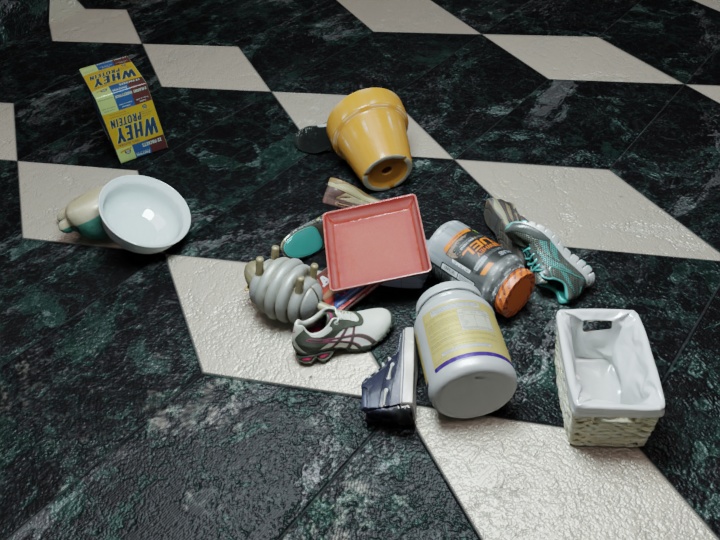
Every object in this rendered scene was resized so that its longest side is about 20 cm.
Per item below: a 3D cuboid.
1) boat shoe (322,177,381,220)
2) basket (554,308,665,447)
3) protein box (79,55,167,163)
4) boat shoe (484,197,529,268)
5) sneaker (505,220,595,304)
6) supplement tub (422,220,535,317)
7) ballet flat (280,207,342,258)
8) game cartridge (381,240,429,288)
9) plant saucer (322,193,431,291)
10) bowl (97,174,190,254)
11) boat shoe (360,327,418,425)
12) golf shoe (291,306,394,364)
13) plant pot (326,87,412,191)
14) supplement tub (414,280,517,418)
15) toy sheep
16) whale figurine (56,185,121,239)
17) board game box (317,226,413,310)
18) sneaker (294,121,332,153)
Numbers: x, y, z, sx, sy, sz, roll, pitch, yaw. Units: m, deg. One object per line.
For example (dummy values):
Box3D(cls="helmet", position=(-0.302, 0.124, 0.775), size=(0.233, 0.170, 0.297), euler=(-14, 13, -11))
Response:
Box3D(cls="boat shoe", position=(0.003, -0.128, 1.381), size=(0.072, 0.200, 0.072), euler=(20, 85, 54))
Box3D(cls="basket", position=(0.388, 0.174, 1.030), size=(0.135, 0.124, 0.200), euler=(0, 43, 7))
Box3D(cls="protein box", position=(-0.641, -0.437, 1.731), size=(0.135, 0.199, 0.200), euler=(-24, 47, -18))
Box3D(cls="boat shoe", position=(0.325, -0.086, 1.346), size=(0.073, 0.075, 0.200), euler=(-7, 49, -9))
Box3D(cls="sneaker", position=(0.355, -0.015, 1.232), size=(0.200, 0.078, 0.091), euler=(39, 67, 5))
Box3D(cls="supplement tub", position=(0.228, -0.002, 1.233), size=(0.122, 0.123, 0.200), euler=(-34, 50, -26))
Box3D(cls="ballet flat", position=(-0.094, -0.082, 1.405), size=(0.200, 0.072, 0.072), euler=(-28, 48, -22))
Box3D(cls="game cartridge", position=(0.052, -0.027, 1.343), size=(0.199, 0.041, 0.134), euler=(13, 50, 19))
Box3D(cls="plant saucer", position=(0.031, -0.050, 1.280), size=(0.199, 0.037, 0.200), euler=(-12, 54, 6))
Box3D(cls="bowl", position=(-0.486, -0.108, 1.420), size=(0.201, 0.090, 0.202), euler=(19, 47, -21))
Box3D(cls="boat shoe", position=(0.050, 0.176, 1.101), size=(0.092, 0.075, 0.200), euler=(-5, 36, 11))
Box3D(cls="golf shoe", position=(-0.029, 0.105, 1.175), size=(0.199, 0.088, 0.077), euler=(-19, 43, -16))
Box3D(cls="plant pot", position=(0.037, -0.300, 1.536), size=(0.200, 0.200, 0.184), euler=(-15, 60, -10))
Box3D(cls="supplement tub", position=(0.170, 0.130, 1.083), size=(0.145, 0.146, 0.200), euler=(-7, 43, -1))
Box3D(cls="toy sheep", position=(-0.140, 0.036, 1.228), size=(0.200, 0.138, 0.138), euler=(27, 52, 20))
Box3D(cls="whale figurine", position=(-0.629, -0.127, 1.495), size=(0.200, 0.104, 0.159), euler=(-1, 38, 42))
Box3D(cls="board game box", position=(0.000, 0.000, 1.287), size=(0.200, 0.019, 0.103), euler=(-38, 55, -13))
Box3D(cls="sneaker", position=(-0.074, -0.357, 1.686), size=(0.199, 0.074, 0.089), euler=(-9, 11, 18))
